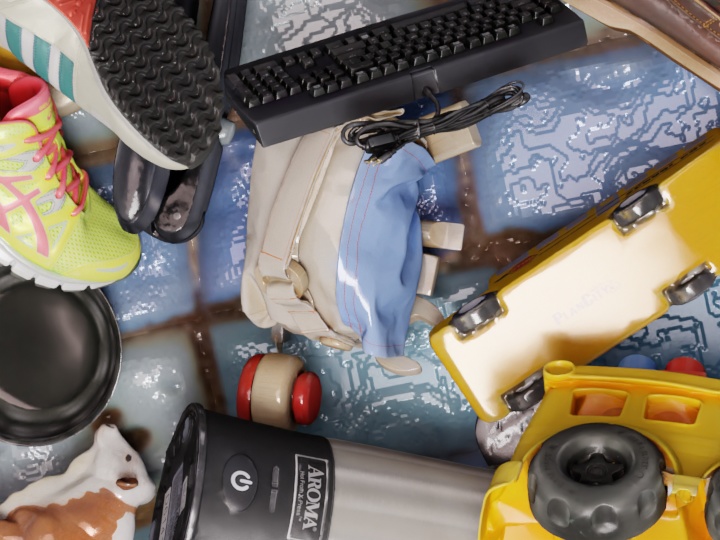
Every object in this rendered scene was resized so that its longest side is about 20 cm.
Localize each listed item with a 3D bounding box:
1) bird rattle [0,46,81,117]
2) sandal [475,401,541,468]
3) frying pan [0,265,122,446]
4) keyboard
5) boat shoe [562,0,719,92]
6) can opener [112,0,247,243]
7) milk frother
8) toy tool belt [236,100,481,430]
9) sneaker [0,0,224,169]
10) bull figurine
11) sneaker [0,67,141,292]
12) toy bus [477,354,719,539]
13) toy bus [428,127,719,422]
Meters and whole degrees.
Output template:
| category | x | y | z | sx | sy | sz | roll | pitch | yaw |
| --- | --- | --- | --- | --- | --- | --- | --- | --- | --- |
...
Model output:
| category | x | y | z | sx | sy | sz | roll | pitch | yaw |
| --- | --- | --- | --- | --- | --- | --- | --- | --- | --- |
| bird rattle | -0.194 | -0.170 | 1.433 | 0.199 | 0.113 | 0.164 | -18 | 102 | -4 |
| sandal | 0.135 | 0.153 | 1.406 | 0.076 | 0.043 | 0.200 | -42 | 86 | 8 |
| frying pan | -0.207 | 0.081 | 1.459 | 0.115 | 0.031 | 0.191 | 22 | 99 | 7 |
| keyboard | 0.031 | -0.108 | 1.346 | 0.199 | 0.127 | 0.021 | -19 | 129 | -16 |
| boat shoe | 0.192 | -0.143 | 1.370 | 0.200 | 0.070 | 0.070 | 32 | 101 | 6 |
| can opener | -0.096 | -0.113 | 1.421 | 0.063 | 0.079 | 0.201 | 16 | 82 | -4 |
| milk frother | -0.032 | 0.183 | 1.397 | 0.187 | 0.200 | 0.181 | 13 | 79 | -13 |
| toy tool belt | 0.000 | 0.000 | 1.381 | 0.122 | 0.125 | 0.201 | 7 | 94 | 16 |
| sneaker | -0.158 | -0.135 | 1.354 | 0.200 | 0.093 | 0.070 | 47 | 66 | -17 |
| bull figurine | -0.195 | 0.181 | 1.442 | 0.121 | 0.065 | 0.201 | 15 | 96 | 2 |
| sneaker | -0.193 | -0.064 | 1.391 | 0.200 | 0.078 | 0.090 | 37 | 120 | -26 |
| toy bus | 0.178 | 0.116 | 1.297 | 0.199 | 0.192 | 0.136 | 5 | 128 | 16 |
| toy bus | 0.136 | 0.002 | 1.379 | 0.200 | 0.078 | 0.065 | -34 | 98 | 8 |
